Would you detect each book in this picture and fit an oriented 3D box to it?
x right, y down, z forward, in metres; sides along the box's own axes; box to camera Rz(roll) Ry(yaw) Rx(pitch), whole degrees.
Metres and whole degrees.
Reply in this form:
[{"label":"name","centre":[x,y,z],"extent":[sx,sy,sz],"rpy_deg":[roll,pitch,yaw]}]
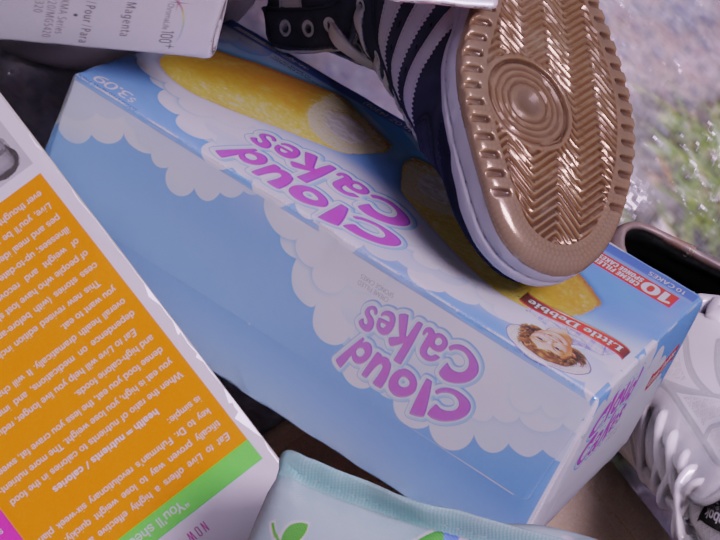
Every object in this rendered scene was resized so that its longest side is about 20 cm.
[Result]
[{"label":"book","centre":[-0.125,0.037,0.742],"extent":[0.134,0.048,0.200],"rpy_deg":[-36,85,-10]}]

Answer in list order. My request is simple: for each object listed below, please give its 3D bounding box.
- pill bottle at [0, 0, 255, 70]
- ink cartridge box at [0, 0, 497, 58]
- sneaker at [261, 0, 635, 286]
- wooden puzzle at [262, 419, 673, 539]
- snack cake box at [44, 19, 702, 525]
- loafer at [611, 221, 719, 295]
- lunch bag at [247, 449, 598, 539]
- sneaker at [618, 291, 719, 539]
[{"label":"pill bottle","centre":[-0.100,-0.183,0.887],"extent":[0.112,0.112,0.200],"rpy_deg":[8,58,-30]},{"label":"ink cartridge box","centre":[-0.051,-0.161,0.794],"extent":[0.173,0.044,0.200],"rpy_deg":[5,59,-13]},{"label":"sneaker","centre":[0.025,-0.066,0.814],"extent":[0.070,0.108,0.200],"rpy_deg":[14,54,-34]},{"label":"wooden puzzle","centre":[0.045,0.113,0.839],"extent":[0.200,0.046,0.185],"rpy_deg":[-33,83,-42]},{"label":"snack cake box","centre":[0.000,0.000,0.805],"extent":[0.200,0.067,0.115],"rpy_deg":[32,24,13]},{"label":"loafer","centre":[0.170,0.045,0.906],"extent":[0.200,0.063,0.072],"rpy_deg":[25,48,15]},{"label":"lunch bag","centre":[0.051,0.159,0.662],"extent":[0.200,0.122,0.171],"rpy_deg":[16,79,23]},{"label":"sneaker","centre":[0.130,0.067,0.833],"extent":[0.081,0.075,0.200],"rpy_deg":[-22,32,-30]}]
